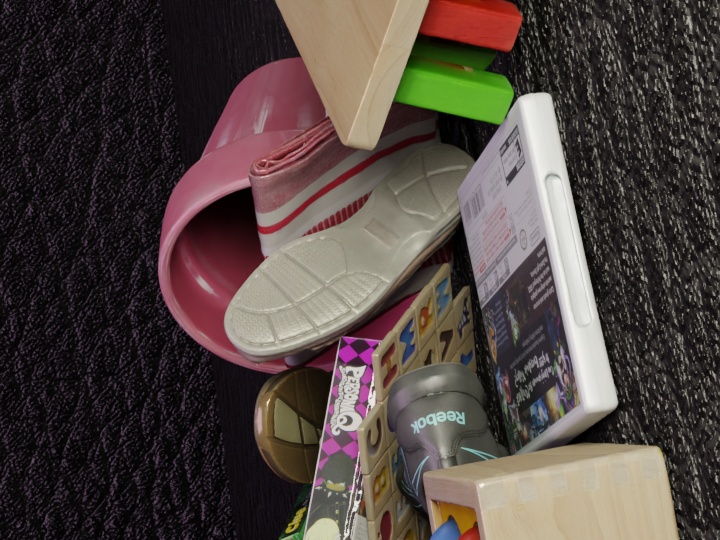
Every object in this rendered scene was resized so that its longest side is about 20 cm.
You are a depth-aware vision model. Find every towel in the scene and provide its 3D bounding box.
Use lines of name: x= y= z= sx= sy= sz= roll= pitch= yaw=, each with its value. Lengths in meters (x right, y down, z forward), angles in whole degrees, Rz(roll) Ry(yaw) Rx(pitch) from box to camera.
towel: x=-0.002 y=-0.030 z=1.514 sx=0.023 sy=0.144 sz=0.201 roll=44 pitch=156 yaw=35

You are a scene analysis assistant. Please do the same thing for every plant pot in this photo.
plant pot: x=-0.044 y=-0.054 z=1.692 sx=0.180 sy=0.199 sz=0.201 roll=-87 pitch=-2 yaw=-46

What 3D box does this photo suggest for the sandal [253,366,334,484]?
sandal: x=-0.040 y=0.101 z=1.581 sx=0.200 sy=0.054 sz=0.081 roll=-10 pitch=-79 yaw=-73

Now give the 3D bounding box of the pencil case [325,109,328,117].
pencil case: x=0.018 y=-0.142 z=1.519 sx=0.078 sy=0.090 sz=0.201 roll=27 pitch=144 yaw=21

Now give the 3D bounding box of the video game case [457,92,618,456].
video game case: x=0.101 y=0.011 z=1.346 sx=0.200 sy=0.023 sz=0.183 roll=122 pitch=139 yaw=-74

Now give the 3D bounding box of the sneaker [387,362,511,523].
sneaker: x=0.058 y=0.134 z=1.398 sx=0.200 sy=0.075 sz=0.080 roll=64 pitch=-170 yaw=-58

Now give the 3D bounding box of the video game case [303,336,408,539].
video game case: x=0.019 y=0.153 z=1.505 sx=0.200 sy=0.036 sz=0.182 roll=35 pitch=-116 yaw=-65

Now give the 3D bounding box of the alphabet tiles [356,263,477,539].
alphabet tiles: x=0.041 y=0.098 z=1.491 sx=0.200 sy=0.006 sz=0.167 roll=-49 pitch=-41 yaw=-56

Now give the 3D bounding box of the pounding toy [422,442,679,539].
pounding toy: x=0.093 y=0.203 z=1.212 sx=0.184 sy=0.141 sz=0.201 roll=157 pitch=104 yaw=-81

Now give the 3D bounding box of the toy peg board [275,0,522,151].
toy peg board: x=0.043 y=-0.195 z=1.311 sx=0.200 sy=0.097 sz=0.200 roll=-115 pitch=40 yaw=-55

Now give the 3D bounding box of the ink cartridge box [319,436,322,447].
ink cartridge box: x=0.021 y=0.127 z=1.623 sx=0.200 sy=0.039 sz=0.100 roll=-48 pitch=-44 yaw=-64

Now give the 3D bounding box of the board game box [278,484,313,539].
board game box: x=0.016 y=0.236 z=1.620 sx=0.200 sy=0.023 sz=0.105 roll=56 pitch=-152 yaw=-16

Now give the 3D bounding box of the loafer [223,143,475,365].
loafer: x=0.000 y=0.000 z=1.472 sx=0.072 sy=0.200 sz=0.063 roll=44 pitch=162 yaw=24
